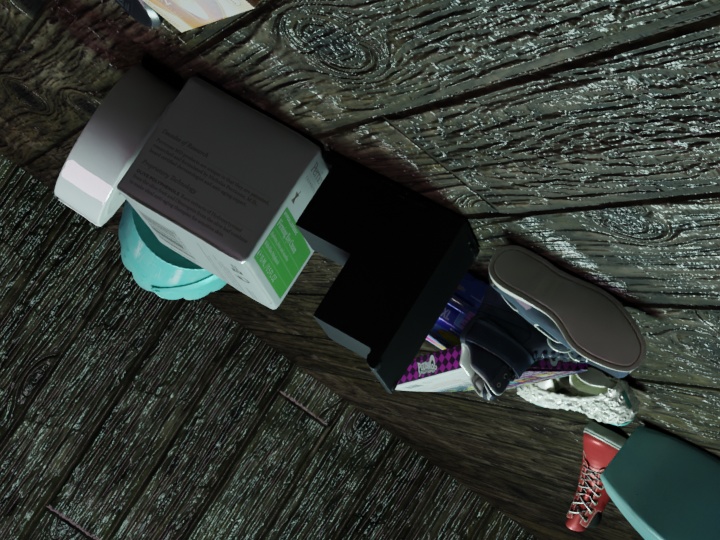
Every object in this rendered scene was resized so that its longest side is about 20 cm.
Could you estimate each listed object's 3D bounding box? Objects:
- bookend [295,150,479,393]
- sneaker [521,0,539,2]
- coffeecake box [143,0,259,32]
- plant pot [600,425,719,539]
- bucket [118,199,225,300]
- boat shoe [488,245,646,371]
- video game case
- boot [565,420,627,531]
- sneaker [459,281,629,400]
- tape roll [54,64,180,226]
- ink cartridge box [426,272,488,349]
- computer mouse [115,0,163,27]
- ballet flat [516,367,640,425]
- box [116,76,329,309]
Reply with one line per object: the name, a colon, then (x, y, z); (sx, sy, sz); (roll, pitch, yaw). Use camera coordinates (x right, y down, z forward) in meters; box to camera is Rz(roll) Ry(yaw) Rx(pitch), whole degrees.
bookend: (0.000, 0.000, 1.681); (0.197, 0.201, 0.092); (27, 167, 24)
sneaker: (0.039, -0.239, 0.910); (0.200, 0.067, 0.090); (39, 165, -36)
coffeecake box: (-0.161, -0.288, 1.248); (0.153, 0.073, 0.199); (39, 167, -21)
plant pot: (0.429, 0.311, 1.961); (0.199, 0.142, 0.142); (36, 171, 26)
bucket: (-0.247, -0.069, 2.097); (0.206, 0.208, 0.135); (34, 161, -4)
boat shoe: (0.222, 0.048, 1.580); (0.199, 0.075, 0.062); (31, 167, 20)
video game case: (0.158, 0.124, 1.846); (0.179, 0.036, 0.199); (4, 167, -28)
boot: (0.346, 0.314, 2.172); (0.072, 0.145, 0.200); (28, 167, 28)
sneaker: (0.208, 0.104, 1.683); (0.201, 0.147, 0.077); (33, 167, -7)
tape roll: (-0.308, -0.159, 1.866); (0.070, 0.204, 0.202); (32, 169, -3)
ink cartridge box: (0.114, 0.045, 1.874); (0.136, 0.077, 0.200); (32, 167, 5)
computer mouse: (-0.252, -0.325, 1.424); (0.200, 0.053, 0.138); (46, 166, -6)
ballet flat: (0.276, 0.144, 1.886); (0.199, 0.072, 0.072); (12, 157, 48)
box: (-0.155, -0.092, 1.798); (0.199, 0.172, 0.199); (29, 168, 16)
